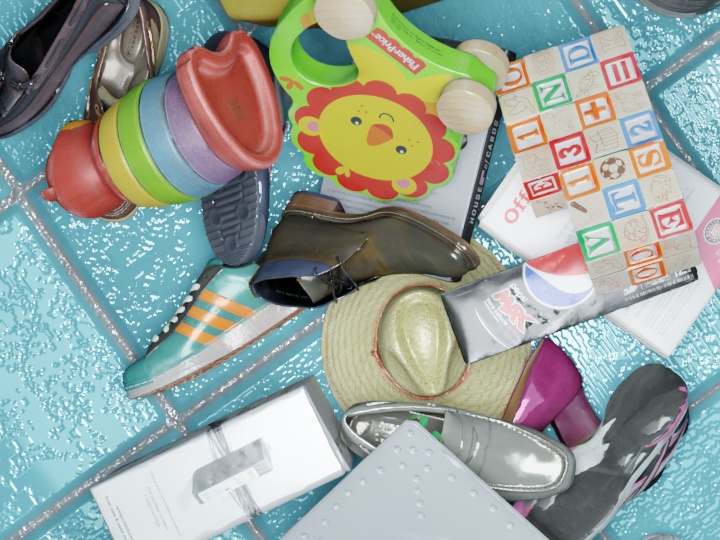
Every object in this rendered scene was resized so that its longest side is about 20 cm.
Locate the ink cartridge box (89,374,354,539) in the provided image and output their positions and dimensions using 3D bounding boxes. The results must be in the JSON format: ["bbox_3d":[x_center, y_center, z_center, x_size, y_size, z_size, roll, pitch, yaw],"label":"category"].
[{"bbox_3d":[-0.112,0.170,1.469,0.200,0.144,0.084,-25,90,2],"label":"ink cartridge box"}]

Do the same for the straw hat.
[{"bbox_3d":[0.055,0.061,1.490,0.200,0.085,0.202,0,90,2],"label":"straw hat"}]

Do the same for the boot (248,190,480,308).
[{"bbox_3d":[0.000,0.000,1.424,0.200,0.075,0.097,12,59,39],"label":"boot"}]

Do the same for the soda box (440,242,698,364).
[{"bbox_3d":[0.169,0.014,1.409,0.200,0.071,0.063,-21,86,5],"label":"soda box"}]

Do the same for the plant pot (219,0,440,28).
[{"bbox_3d":[-0.030,-0.296,1.447,0.200,0.194,0.196,-22,89,14],"label":"plant pot"}]

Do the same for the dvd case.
[{"bbox_3d":[0.042,-0.102,1.487,0.150,0.025,0.201,15,92,31],"label":"dvd case"}]

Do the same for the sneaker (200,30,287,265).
[{"bbox_3d":[-0.090,-0.103,1.491,0.070,0.082,0.201,-3,85,37],"label":"sneaker"}]

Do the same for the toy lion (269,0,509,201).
[{"bbox_3d":[0.008,-0.141,1.388,0.200,0.069,0.192,36,137,-21],"label":"toy lion"}]

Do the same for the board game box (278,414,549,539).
[{"bbox_3d":[0.060,0.238,1.443,0.200,0.026,0.200,42,125,-2],"label":"board game box"}]

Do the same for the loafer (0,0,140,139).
[{"bbox_3d":[-0.276,-0.192,1.487,0.200,0.063,0.072,-39,61,23],"label":"loafer"}]

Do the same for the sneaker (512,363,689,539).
[{"bbox_3d":[0.216,0.179,1.481,0.200,0.086,0.080,-44,54,0],"label":"sneaker"}]

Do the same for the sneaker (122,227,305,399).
[{"bbox_3d":[-0.129,0.038,1.511,0.200,0.071,0.080,-32,85,-3],"label":"sneaker"}]

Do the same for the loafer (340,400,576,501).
[{"bbox_3d":[0.079,0.149,1.438,0.199,0.070,0.070,8,80,14],"label":"loafer"}]

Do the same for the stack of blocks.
[{"bbox_3d":[0.184,-0.084,1.372,0.115,0.059,0.200,-18,60,8],"label":"stack of blocks"}]

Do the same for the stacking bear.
[{"bbox_3d":[-0.174,-0.104,1.426,0.200,0.121,0.114,-20,99,27],"label":"stacking bear"}]

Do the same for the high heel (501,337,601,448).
[{"bbox_3d":[0.107,0.145,1.495,0.200,0.067,0.096,-34,102,-12],"label":"high heel"}]

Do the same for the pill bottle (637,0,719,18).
[{"bbox_3d":[0.276,-0.275,1.419,0.113,0.200,0.113,0,91,3],"label":"pill bottle"}]

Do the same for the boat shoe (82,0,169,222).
[{"bbox_3d":[-0.210,-0.142,1.508,0.072,0.072,0.201,12,91,3],"label":"boat shoe"}]

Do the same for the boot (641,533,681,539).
[{"bbox_3d":[0.179,0.271,1.490,0.200,0.074,0.096,-40,95,3],"label":"boot"}]

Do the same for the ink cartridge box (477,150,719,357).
[{"bbox_3d":[0.219,-0.042,1.482,0.200,0.083,0.147,35,92,2],"label":"ink cartridge box"}]
